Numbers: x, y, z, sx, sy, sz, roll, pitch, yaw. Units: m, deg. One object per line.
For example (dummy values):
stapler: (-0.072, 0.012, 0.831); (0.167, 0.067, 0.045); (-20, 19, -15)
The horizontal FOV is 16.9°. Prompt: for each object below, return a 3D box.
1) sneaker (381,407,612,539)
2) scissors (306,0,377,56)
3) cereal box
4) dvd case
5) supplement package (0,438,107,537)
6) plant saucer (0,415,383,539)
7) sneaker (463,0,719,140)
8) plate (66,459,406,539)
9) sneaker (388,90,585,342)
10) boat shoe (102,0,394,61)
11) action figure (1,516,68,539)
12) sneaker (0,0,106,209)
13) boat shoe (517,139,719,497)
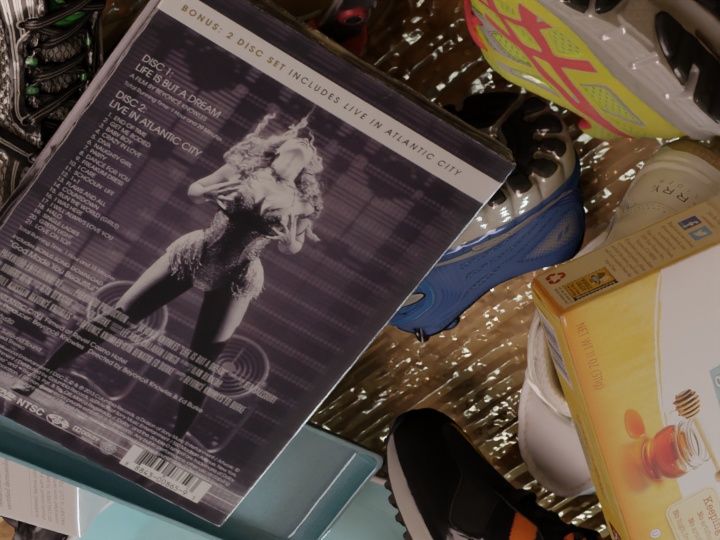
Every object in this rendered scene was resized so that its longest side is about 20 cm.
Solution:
sneaker: (0.092, 0.129, 1.006); (0.090, 0.070, 0.201); (-37, 78, 19)
scissors: (-0.002, -0.092, 0.896); (0.073, 0.014, 0.200); (4, 154, -31)
cereal box: (0.175, 0.029, 0.894); (0.199, 0.040, 0.144); (-24, 118, -5)
dvd case: (-0.059, -0.005, 0.912); (0.148, 0.016, 0.200); (29, 115, -21)
supplement package: (-0.189, 0.013, 1.062); (0.199, 0.121, 0.120); (14, 127, 14)
plant saucer: (-0.088, 0.064, 0.988); (0.199, 0.019, 0.070); (25, 114, -30)
sneaker: (0.062, -0.107, 0.879); (0.090, 0.078, 0.200); (-11, 135, 45)
plate: (-0.041, 0.140, 1.115); (0.199, 0.026, 0.201); (0, 138, 0)
sneaker: (0.000, 0.000, 0.981); (0.199, 0.079, 0.089); (-15, 138, 14)
boat shoe: (-0.063, -0.085, 0.975); (0.200, 0.063, 0.073); (-31, 106, 37)
action figure: (-0.203, 0.102, 1.138); (0.199, 0.102, 0.119); (22, 163, 12)
sneaker: (-0.131, -0.090, 0.920); (0.085, 0.078, 0.201); (-7, 101, 47)
boat shoe: (0.094, 0.033, 0.966); (0.071, 0.069, 0.200); (36, 141, 17)
